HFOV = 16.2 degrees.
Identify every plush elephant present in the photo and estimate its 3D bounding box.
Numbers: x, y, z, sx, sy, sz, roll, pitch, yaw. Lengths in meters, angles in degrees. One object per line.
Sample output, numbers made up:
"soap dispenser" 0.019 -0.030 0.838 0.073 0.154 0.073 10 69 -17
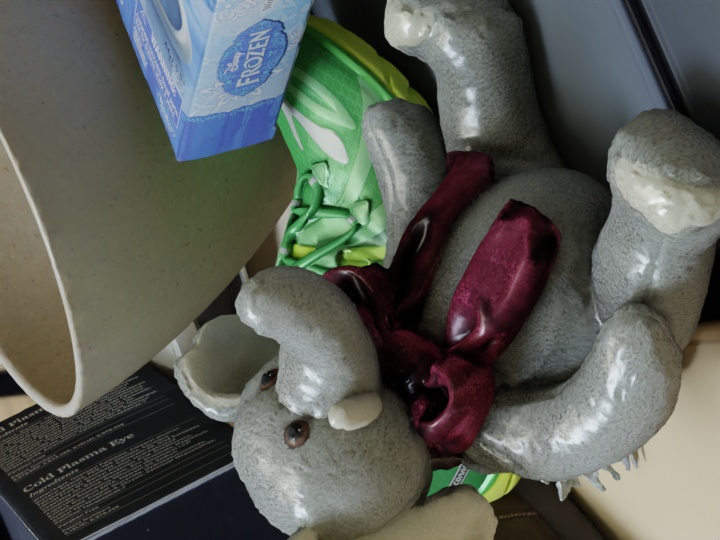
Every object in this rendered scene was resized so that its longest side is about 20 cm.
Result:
"plush elephant" 0.018 0.025 0.819 0.165 0.154 0.201 45 153 41

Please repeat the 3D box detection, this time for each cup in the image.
"cup" -0.101 -0.062 1.028 0.200 0.143 0.201 50 157 31

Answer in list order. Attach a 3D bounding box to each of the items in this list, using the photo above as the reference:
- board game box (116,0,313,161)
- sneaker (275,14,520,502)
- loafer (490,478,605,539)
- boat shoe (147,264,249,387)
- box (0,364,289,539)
"board game box" -0.067 -0.171 0.862 0.199 0.043 0.201 113 138 -62
"sneaker" 0.000 0.000 0.937 0.074 0.083 0.201 -9 103 69
"loafer" 0.085 0.151 0.930 0.200 0.071 0.073 41 150 47
"boat shoe" -0.079 0.018 1.193 0.074 0.060 0.200 40 167 17
"box" -0.084 0.164 1.157 0.182 0.104 0.201 26 139 64
